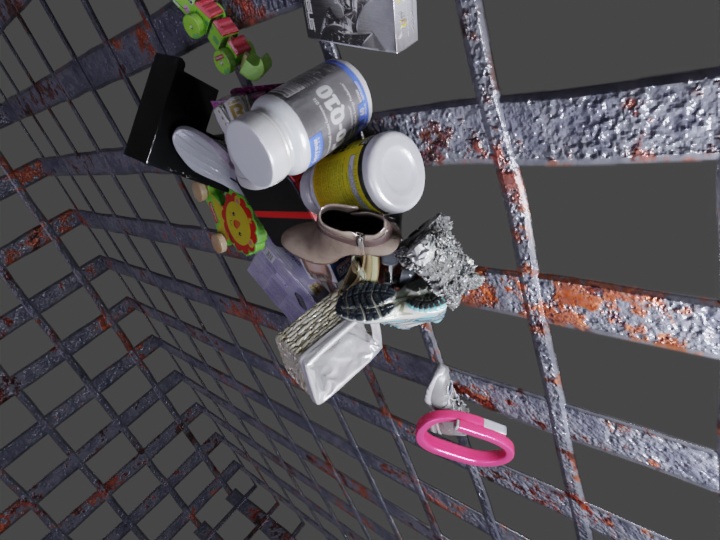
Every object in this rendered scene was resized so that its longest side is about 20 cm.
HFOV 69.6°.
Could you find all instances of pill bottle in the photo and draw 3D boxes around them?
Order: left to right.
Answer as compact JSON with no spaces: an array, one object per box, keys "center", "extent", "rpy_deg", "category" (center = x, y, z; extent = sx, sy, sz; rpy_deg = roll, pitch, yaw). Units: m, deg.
[{"center":[-0.083,-0.206,0.728],"extent":[0.113,0.200,0.115],"rpy_deg":[31,144,25],"category":"pill bottle"},{"center":[-0.006,-0.136,0.788],"extent":[0.198,0.112,0.114],"rpy_deg":[-2,123,51],"category":"pill bottle"}]

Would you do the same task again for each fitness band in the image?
[{"center":[0.203,0.331,1.010],"extent":[0.196,0.038,0.145],"rpy_deg":[21,137,-8],"category":"fitness band"}]

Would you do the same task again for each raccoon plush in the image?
[{"center":[0.113,0.008,0.740],"extent":[0.096,0.200,0.135],"rpy_deg":[-36,96,26],"category":"raccoon plush"}]

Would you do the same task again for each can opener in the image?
[{"center":[0.068,-0.034,0.877],"extent":[0.065,0.054,0.202],"rpy_deg":[5,135,6],"category":"can opener"}]

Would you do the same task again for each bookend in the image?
[{"center":[-0.333,-0.287,1.035],"extent":[0.091,0.197,0.204],"rpy_deg":[24,96,35],"category":"bookend"}]

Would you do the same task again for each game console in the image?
[{"center":[-0.138,-0.114,0.945],"extent":[0.198,0.031,0.179],"rpy_deg":[9,136,49],"category":"game console"}]

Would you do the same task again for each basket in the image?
[{"center":[-0.066,0.150,1.082],"extent":[0.122,0.199,0.137],"rpy_deg":[28,143,37],"category":"basket"}]

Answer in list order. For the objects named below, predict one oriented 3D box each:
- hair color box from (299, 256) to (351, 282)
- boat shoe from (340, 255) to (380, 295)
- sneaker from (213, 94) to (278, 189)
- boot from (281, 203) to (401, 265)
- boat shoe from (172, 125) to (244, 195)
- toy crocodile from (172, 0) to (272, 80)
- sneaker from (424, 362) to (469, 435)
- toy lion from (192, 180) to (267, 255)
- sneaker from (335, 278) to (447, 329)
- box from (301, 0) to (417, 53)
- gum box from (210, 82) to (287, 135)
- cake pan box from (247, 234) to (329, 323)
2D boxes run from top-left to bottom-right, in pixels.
[{"center":[-0.093,-0.078,1.006],"extent":[0.099,0.060,0.203],"rpy_deg":[6,128,48],"category":"hair color box"},{"center":[0.000,0.000,0.938],"extent":[0.061,0.074,0.202],"rpy_deg":[8,145,-2],"category":"boat shoe"},{"center":[-0.181,-0.206,0.804],"extent":[0.200,0.073,0.117],"rpy_deg":[43,155,50],"category":"sneaker"},{"center":[-0.038,-0.056,0.741],"extent":[0.195,0.072,0.146],"rpy_deg":[3,168,10],"category":"boot"},{"center":[-0.273,-0.217,1.010],"extent":[0.072,0.072,0.199],"rpy_deg":[-33,129,28],"category":"boat shoe"},{"center":[-0.228,-0.390,0.846],"extent":[0.201,0.067,0.062],"rpy_deg":[49,143,-2],"category":"toy crocodile"},{"center":[0.177,0.255,1.023],"extent":[0.080,0.075,0.202],"rpy_deg":[10,138,25],"category":"sneaker"},{"center":[-0.283,-0.130,1.157],"extent":[0.190,0.068,0.204],"rpy_deg":[-14,98,49],"category":"toy lion"},{"center":[0.055,0.073,0.896],"extent":[0.195,0.079,0.087],"rpy_deg":[-3,142,9],"category":"sneaker"},{"center":[-0.011,-0.374,0.608],"extent":[0.157,0.048,0.203],"rpy_deg":[27,142,33],"category":"box"},{"center":[-0.174,-0.258,0.913],"extent":[0.198,0.066,0.115],"rpy_deg":[15,135,43],"category":"gum box"},{"center":[-0.179,0.022,1.227],"extent":[0.201,0.052,0.184],"rpy_deg":[48,146,3],"category":"cake pan box"}]
